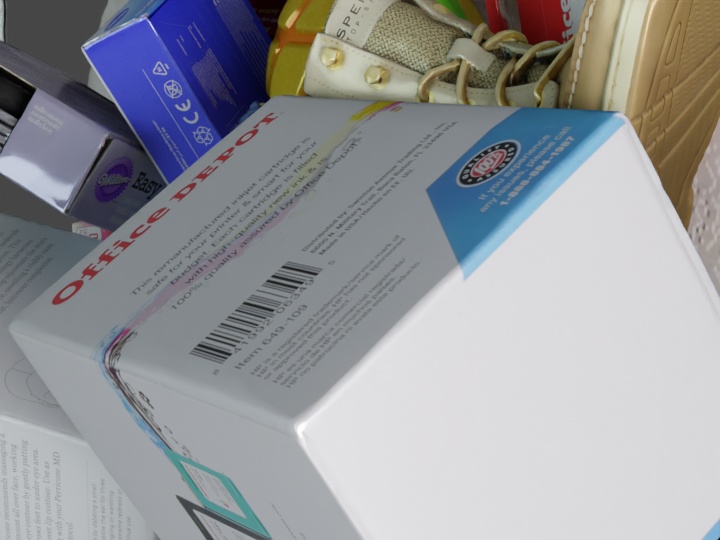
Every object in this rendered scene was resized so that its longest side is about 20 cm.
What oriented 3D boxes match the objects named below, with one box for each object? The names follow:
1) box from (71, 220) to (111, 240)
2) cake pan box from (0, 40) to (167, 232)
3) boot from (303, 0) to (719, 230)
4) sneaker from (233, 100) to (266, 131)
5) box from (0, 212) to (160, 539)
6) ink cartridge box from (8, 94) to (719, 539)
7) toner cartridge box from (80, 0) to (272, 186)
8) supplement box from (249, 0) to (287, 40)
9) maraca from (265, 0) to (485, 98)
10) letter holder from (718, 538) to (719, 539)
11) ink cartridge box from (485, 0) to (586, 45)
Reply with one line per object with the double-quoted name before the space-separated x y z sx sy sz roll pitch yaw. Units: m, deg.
"box" -0.109 0.070 1.027 0.103 0.094 0.201 44 -140 -76
"cake pan box" -0.159 -0.073 0.910 0.184 0.200 0.052 30 93 24
"boot" 0.050 -0.071 0.615 0.155 0.073 0.200 37 156 23
"sneaker" 0.000 0.000 0.747 0.200 0.085 0.077 64 -141 -48
"box" -0.163 0.065 0.874 0.200 0.152 0.107 15 126 15
"ink cartridge box" 0.007 0.040 0.588 0.200 0.147 0.146 12 139 55
"toner cartridge box" -0.053 -0.053 0.854 0.043 0.095 0.200 -21 111 27
"supplement box" -0.051 -0.163 0.924 0.200 0.109 0.061 -55 46 51
"maraca" 0.021 -0.061 0.805 0.137 0.107 0.200 -38 71 54
"letter holder" 0.120 0.150 0.644 0.142 0.100 0.200 -50 50 50
"ink cartridge box" 0.124 -0.125 0.637 0.200 0.067 0.117 -19 78 61
